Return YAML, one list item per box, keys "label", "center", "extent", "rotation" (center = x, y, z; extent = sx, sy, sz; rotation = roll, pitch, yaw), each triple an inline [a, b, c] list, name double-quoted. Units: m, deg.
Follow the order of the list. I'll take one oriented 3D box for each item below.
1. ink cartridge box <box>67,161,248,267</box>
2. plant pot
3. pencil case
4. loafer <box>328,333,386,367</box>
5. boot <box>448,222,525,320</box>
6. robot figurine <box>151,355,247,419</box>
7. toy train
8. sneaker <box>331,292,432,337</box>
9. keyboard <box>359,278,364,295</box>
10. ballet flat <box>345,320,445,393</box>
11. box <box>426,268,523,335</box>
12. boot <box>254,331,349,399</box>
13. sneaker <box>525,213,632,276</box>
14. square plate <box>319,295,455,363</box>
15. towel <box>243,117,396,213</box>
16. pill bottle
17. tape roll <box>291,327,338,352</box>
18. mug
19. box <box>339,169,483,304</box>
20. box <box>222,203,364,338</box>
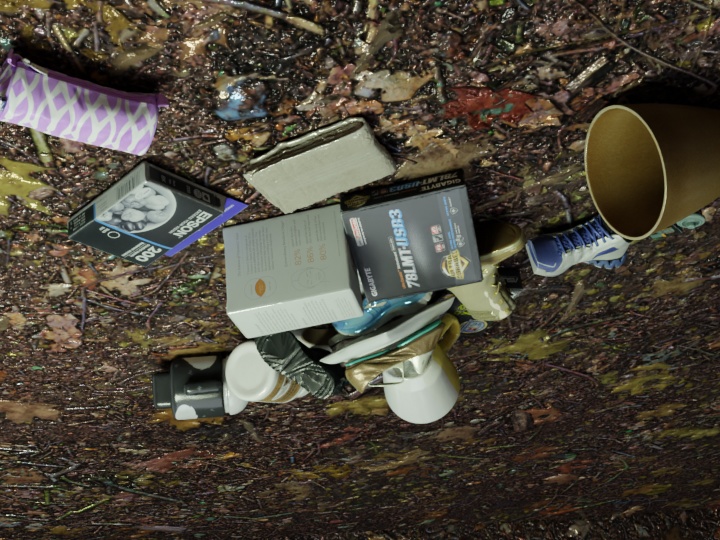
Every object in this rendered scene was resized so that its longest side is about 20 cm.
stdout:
- label: "ink cartridge box"
  center: [-0.302, -0.073, 1.424]
  extent: [0.197, 0.044, 0.199]
  rotation: [-29, 147, 34]
- label: "plant pot"
  center: [0.452, -0.156, 1.339]
  extent: [0.197, 0.188, 0.187]
  rotation: [-13, 155, -17]
- label: "pencil case"
  center: [-0.339, -0.201, 1.137]
  extent: [0.198, 0.084, 0.086]
  rotation: [12, 124, -35]
- label: "loafer"
  center: [0.026, 0.156, 1.834]
  extent: [0.198, 0.064, 0.072]
  rotation: [2, 149, -39]
- label: "boot"
  center: [0.229, 0.008, 1.620]
  extent: [0.199, 0.073, 0.155]
  rotation: [-26, 122, 37]
- label: "robot figurine"
  center: [-0.319, 0.234, 1.916]
  extent: [0.197, 0.151, 0.126]
  rotation: [-3, 125, -6]
- label: "toy train"
  center: [0.473, -0.114, 1.510]
  extent: [0.113, 0.087, 0.199]
  rotation: [-15, 153, 35]
- label: "sneaker"
  center: [0.028, 0.045, 1.689]
  extent: [0.198, 0.079, 0.090]
  rotation: [-27, 116, 20]
- label: "keyboard"
  center: [0.000, 0.000, 1.673]
  extent: [0.055, 0.011, 0.200]
  rotation: [-13, 152, 11]
- label: "ballet flat"
  center: [0.070, 0.159, 1.667]
  extent: [0.198, 0.073, 0.068]
  rotation: [-26, 179, 2]
- label: "box"
  center: [0.194, 0.060, 1.800]
  extent: [0.158, 0.045, 0.200]
  rotation: [4, 150, -19]
- label: "boot"
  center: [-0.100, 0.167, 1.787]
  extent: [0.074, 0.197, 0.162]
  rotation: [-53, 171, 8]
- label: "sneaker"
  center: [0.384, -0.058, 1.603]
  extent: [0.196, 0.081, 0.116]
  rotation: [-6, 150, -18]
- label: "square plate"
  center: [0.052, 0.112, 1.700]
  extent: [0.197, 0.029, 0.199]
  rotation: [-24, 178, -42]
- label: "towel"
  center: [-0.057, -0.148, 1.355]
  extent: [0.197, 0.035, 0.133]
  rotation: [-18, 152, 17]
- label: "pill bottle"
  center: [-0.171, 0.205, 1.883]
  extent: [0.113, 0.116, 0.199]
  rotation: [-19, 164, 21]
- label: "tape roll"
  center: [-0.065, 0.107, 1.831]
  extent: [0.199, 0.038, 0.204]
  rotation: [-7, 153, -3]
- label: "mug"
  center: [0.106, 0.173, 1.772]
  extent: [0.147, 0.189, 0.154]
  rotation: [1, 155, 13]
- label: "box"
  center: [0.083, -0.049, 1.491]
  extent: [0.195, 0.050, 0.202]
  rotation: [-12, 130, 5]
- label: "box"
  center: [-0.107, 0.003, 1.496]
  extent: [0.197, 0.154, 0.107]
  rotation: [-11, 153, 7]
